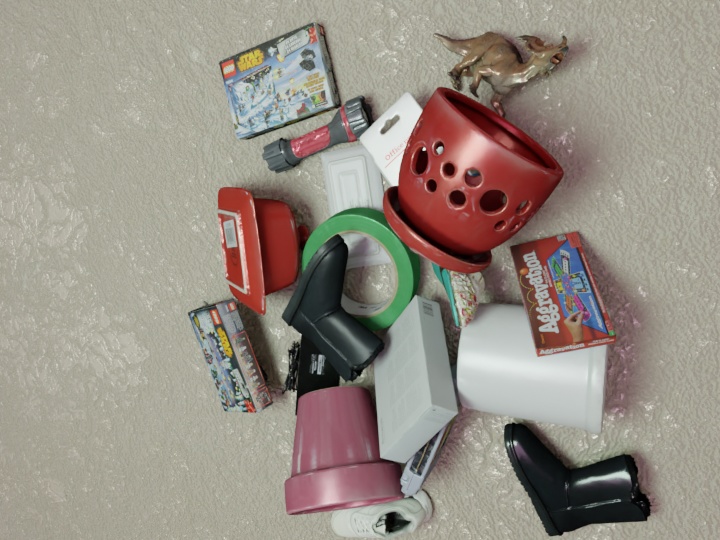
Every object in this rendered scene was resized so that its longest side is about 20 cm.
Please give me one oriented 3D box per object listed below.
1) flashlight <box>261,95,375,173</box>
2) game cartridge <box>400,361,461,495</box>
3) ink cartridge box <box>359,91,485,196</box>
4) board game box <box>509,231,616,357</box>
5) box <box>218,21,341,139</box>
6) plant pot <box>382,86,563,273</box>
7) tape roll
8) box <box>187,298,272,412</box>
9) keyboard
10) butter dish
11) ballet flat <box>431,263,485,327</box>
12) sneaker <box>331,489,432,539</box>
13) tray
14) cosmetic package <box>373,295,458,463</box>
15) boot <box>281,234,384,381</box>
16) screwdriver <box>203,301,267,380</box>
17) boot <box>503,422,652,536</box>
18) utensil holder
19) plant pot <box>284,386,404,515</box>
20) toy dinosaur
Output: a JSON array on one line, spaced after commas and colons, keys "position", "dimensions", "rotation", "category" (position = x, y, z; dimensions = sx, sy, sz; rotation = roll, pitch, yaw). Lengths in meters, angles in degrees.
[{"position": [-0.072, -0.221, 1.039], "dimensions": [0.196, 0.069, 0.068], "rotation": [-19, 125, 19], "category": "flashlight"}, {"position": [0.126, 0.245, 0.995], "dimensions": [0.040, 0.133, 0.204], "rotation": [24, 104, 14], "category": "game cartridge"}, {"position": [0.103, -0.163, 0.978], "dimensions": [0.115, 0.067, 0.202], "rotation": [-38, 84, 23], "category": "ink cartridge box"}, {"position": [0.276, 0.027, 0.872], "dimensions": [0.101, 0.202, 0.020], "rotation": [-13, 132, 12], "category": "board game box"}, {"position": [-0.140, -0.320, 1.070], "dimensions": [0.196, 0.040, 0.140], "rotation": [-12, 95, 24], "category": "box"}, {"position": [0.140, -0.113, 0.835], "dimensions": [0.199, 0.200, 0.184], "rotation": [38, 118, 13], "category": "plant pot"}, {"position": [0.000, 0.000, 1.037], "dimensions": [0.196, 0.048, 0.205], "rotation": [8, 112, 19], "category": "tape roll"}, {"position": [-0.241, 0.159, 1.142], "dimensions": [0.136, 0.039, 0.204], "rotation": [-14, 97, 51], "category": "box"}, {"position": [-0.086, 0.164, 1.133], "dimensions": [0.101, 0.040, 0.205], "rotation": [6, 100, -3], "category": "keyboard"}, {"position": [-0.155, -0.047, 1.070], "dimensions": [0.199, 0.145, 0.204], "rotation": [17, 115, 61], "category": "butter dish"}, {"position": [0.149, 0.012, 0.927], "dimensions": [0.062, 0.201, 0.077], "rotation": [-14, 118, 3], "category": "ballet flat"}, {"position": [0.026, 0.436, 1.096], "dimensions": [0.197, 0.081, 0.077], "rotation": [-21, 92, 25], "category": "sneaker"}, {"position": [-0.009, -0.107, 1.058], "dimensions": [0.105, 0.022, 0.205], "rotation": [-7, 95, 22], "category": "tray"}, {"position": [0.077, 0.165, 0.959], "dimensions": [0.051, 0.203, 0.151], "rotation": [19, 132, -22], "category": "cosmetic package"}, {"position": [-0.024, 0.065, 0.987], "dimensions": [0.167, 0.076, 0.202], "rotation": [39, 126, 11], "category": "boot"}, {"position": [-0.246, 0.138, 1.193], "dimensions": [0.029, 0.028, 0.200], "rotation": [-43, 78, -7], "category": "screwdriver"}, {"position": [0.329, 0.302, 0.949], "dimensions": [0.166, 0.076, 0.203], "rotation": [-26, 95, 27], "category": "boot"}, {"position": [0.255, 0.133, 0.910], "dimensions": [0.196, 0.169, 0.174], "rotation": [5, 100, 24], "category": "utensil holder"}, {"position": [-0.034, 0.298, 1.039], "dimensions": [0.197, 0.199, 0.183], "rotation": [-19, 64, 23], "category": "plant pot"}, {"position": [0.204, -0.310, 0.912], "dimensions": [0.136, 0.085, 0.200], "rotation": [-50, 62, 11], "category": "toy dinosaur"}]
